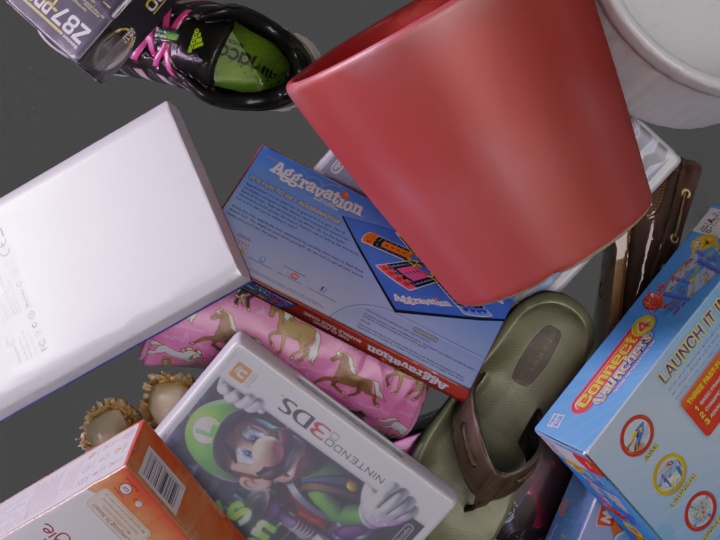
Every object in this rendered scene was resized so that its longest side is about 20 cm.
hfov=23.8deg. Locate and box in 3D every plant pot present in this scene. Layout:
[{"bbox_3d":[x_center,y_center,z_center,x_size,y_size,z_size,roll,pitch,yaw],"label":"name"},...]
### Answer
[{"bbox_3d":[0.080,-0.088,1.065,0.200,0.200,0.178,-30,101,-4],"label":"plant pot"}]

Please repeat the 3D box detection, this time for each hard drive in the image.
[{"bbox_3d":[-0.181,-0.004,1.105,0.199,0.025,0.132,-29,71,11],"label":"hard drive"}]

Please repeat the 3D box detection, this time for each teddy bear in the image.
[{"bbox_3d":[-0.105,0.153,1.158,0.200,0.067,0.145,41,109,-14],"label":"teddy bear"}]

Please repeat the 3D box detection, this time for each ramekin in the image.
[{"bbox_3d":[0.220,-0.192,1.129,0.199,0.098,0.202,6,72,-18],"label":"ramekin"}]

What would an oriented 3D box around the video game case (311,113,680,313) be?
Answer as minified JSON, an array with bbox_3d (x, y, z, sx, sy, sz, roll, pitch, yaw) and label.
[{"bbox_3d":[0.084,-0.063,1.161,0.182,0.023,0.200,43,95,2],"label":"video game case"}]

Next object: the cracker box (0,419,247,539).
[{"bbox_3d":[-0.177,0.200,1.086,0.200,0.058,0.134,-31,110,21],"label":"cracker box"}]

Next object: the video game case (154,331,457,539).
[{"bbox_3d":[-0.068,0.165,1.114,0.182,0.023,0.200,37,108,-12],"label":"video game case"}]

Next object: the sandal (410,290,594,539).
[{"bbox_3d":[0.090,0.107,1.139,0.079,0.057,0.202,23,102,-10],"label":"sandal"}]

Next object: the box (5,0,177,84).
[{"bbox_3d":[-0.181,-0.239,1.072,0.200,0.049,0.161,41,88,21],"label":"box"}]

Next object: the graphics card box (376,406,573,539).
[{"bbox_3d":[0.066,0.161,1.201,0.199,0.051,0.126,-19,99,-5],"label":"graphics card box"}]

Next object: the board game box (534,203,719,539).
[{"bbox_3d":[0.241,0.096,1.129,0.200,0.056,0.196,-49,120,-12],"label":"board game box"}]

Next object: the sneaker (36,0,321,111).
[{"bbox_3d":[-0.116,-0.152,1.119,0.199,0.087,0.074,16,94,-10],"label":"sneaker"}]

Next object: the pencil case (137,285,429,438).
[{"bbox_3d":[-0.046,0.052,1.148,0.199,0.087,0.083,17,109,-7],"label":"pencil case"}]

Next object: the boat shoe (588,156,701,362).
[{"bbox_3d":[0.199,0.017,1.193,0.070,0.070,0.201,6,95,-3],"label":"boat shoe"}]

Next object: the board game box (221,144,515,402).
[{"bbox_3d":[0.000,0.000,1.124,0.199,0.019,0.103,27,56,4],"label":"board game box"}]

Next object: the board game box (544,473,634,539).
[{"bbox_3d":[0.235,0.155,1.197,0.199,0.037,0.152,21,94,-32],"label":"board game box"}]
